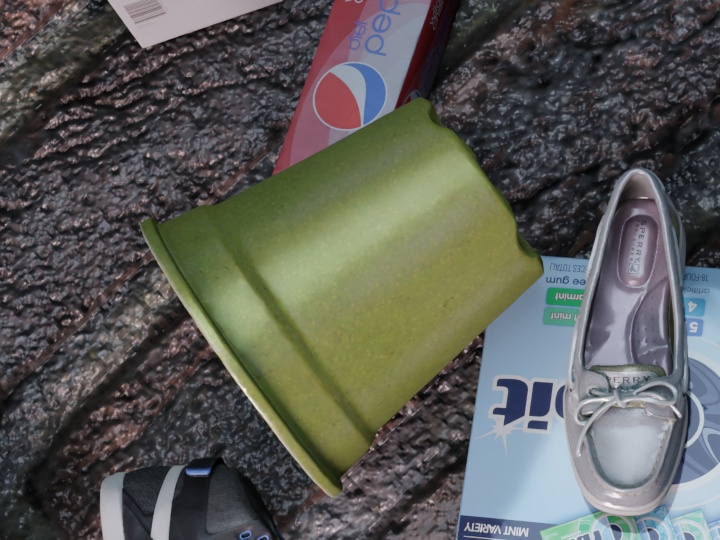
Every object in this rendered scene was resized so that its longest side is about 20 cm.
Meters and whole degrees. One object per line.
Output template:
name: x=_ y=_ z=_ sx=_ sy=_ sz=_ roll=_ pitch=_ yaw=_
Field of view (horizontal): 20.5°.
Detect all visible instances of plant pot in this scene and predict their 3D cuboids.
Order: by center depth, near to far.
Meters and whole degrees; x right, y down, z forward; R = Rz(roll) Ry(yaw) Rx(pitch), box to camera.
plant pot: x=0.000 y=0.000 z=1.185 sx=0.184 sy=0.200 sz=0.201 roll=-36 pitch=65 yaw=0

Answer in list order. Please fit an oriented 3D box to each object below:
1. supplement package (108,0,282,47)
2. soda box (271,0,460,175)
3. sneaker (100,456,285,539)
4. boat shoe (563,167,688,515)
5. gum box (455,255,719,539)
supplement package: x=-0.138 y=-0.278 z=1.375 sx=0.109 sy=0.114 sz=0.201 roll=-18 pitch=70 yaw=5
soda box: x=0.009 y=-0.131 z=1.318 sx=0.070 sy=0.063 sz=0.201 roll=12 pitch=72 yaw=17
sneaker: x=-0.092 y=0.203 z=1.197 sx=0.112 sy=0.073 sz=0.201 roll=-15 pitch=64 yaw=8
boat shoe: x=0.157 y=0.041 z=1.163 sx=0.074 sy=0.065 sz=0.203 roll=5 pitch=69 yaw=15
gum box: x=0.154 y=0.093 z=1.203 sx=0.169 sy=0.045 sz=0.201 roll=5 pitch=70 yaw=15
